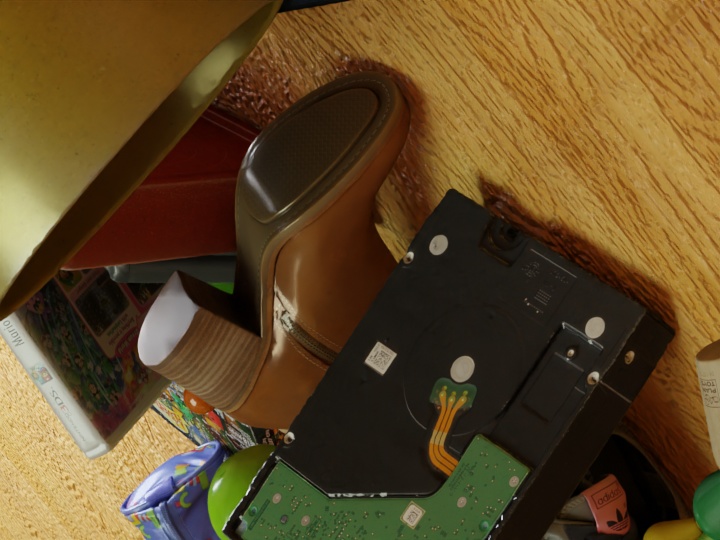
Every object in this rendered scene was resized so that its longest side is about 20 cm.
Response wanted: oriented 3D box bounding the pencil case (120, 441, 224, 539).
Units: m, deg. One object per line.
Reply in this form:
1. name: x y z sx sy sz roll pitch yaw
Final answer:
1. pencil case: -0.072 0.209 1.786 0.200 0.078 0.087 57 -169 -3

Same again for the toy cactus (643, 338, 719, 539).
1. toy cactus: 0.180 0.110 1.209 0.165 0.102 0.200 67 167 -12

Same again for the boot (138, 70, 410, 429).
1. boot: 0.000 0.000 1.394 0.154 0.200 0.074 24 -152 -34

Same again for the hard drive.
1. hard drive: 0.039 0.077 1.290 0.140 0.200 0.038 32 178 41

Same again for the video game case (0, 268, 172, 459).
1. video game case: -0.157 -0.014 1.589 0.024 0.200 0.182 -26 103 32

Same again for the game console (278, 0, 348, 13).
1. game console: -0.088 -0.169 1.256 0.173 0.119 0.200 58 160 -15

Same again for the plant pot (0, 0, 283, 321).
1. plant pot: -0.153 -0.096 1.264 0.142 0.200 0.200 41 160 1

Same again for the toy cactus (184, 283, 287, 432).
1. toy cactus: -0.033 0.078 1.594 0.200 0.102 0.165 43 169 1

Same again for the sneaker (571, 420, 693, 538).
1. sneaker: 0.138 0.152 1.368 0.200 0.075 0.082 57 161 -12

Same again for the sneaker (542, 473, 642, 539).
1. sneaker: 0.112 0.144 1.299 0.200 0.070 0.082 41 126 15

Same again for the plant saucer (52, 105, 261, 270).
1. plant saucer: -0.125 -0.057 1.469 0.200 0.199 0.037 28 117 48

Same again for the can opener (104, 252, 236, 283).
1. can opener: -0.120 -0.031 1.502 0.053 0.199 0.067 113 153 -53

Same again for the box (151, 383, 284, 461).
1. box: -0.113 0.059 1.812 0.200 0.038 0.137 35 154 40

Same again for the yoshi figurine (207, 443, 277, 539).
1. yoshi figurine: -0.028 0.171 1.483 0.112 0.112 0.201 -9 93 36
